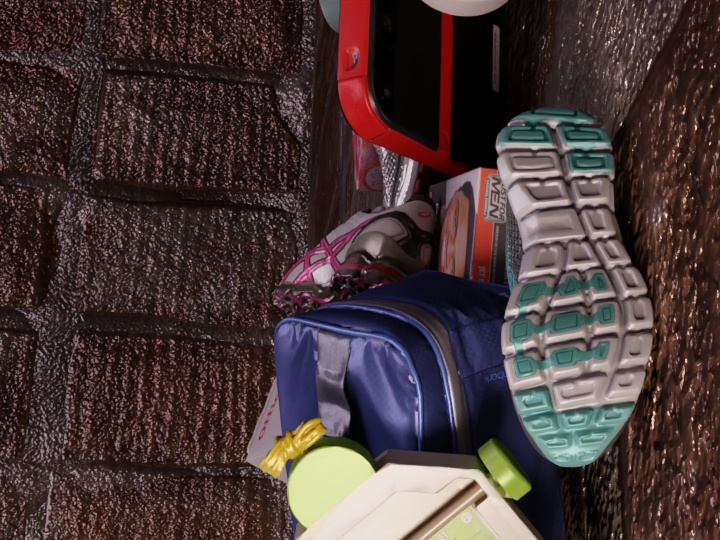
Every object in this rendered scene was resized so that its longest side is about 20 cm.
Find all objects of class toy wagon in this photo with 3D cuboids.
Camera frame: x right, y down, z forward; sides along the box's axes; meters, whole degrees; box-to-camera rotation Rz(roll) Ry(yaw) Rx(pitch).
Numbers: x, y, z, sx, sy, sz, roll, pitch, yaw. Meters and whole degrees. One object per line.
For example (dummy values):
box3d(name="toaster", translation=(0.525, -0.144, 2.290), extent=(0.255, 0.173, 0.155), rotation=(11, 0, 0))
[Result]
box3d(name="toy wagon", translation=(0.027, 0.153, 0.671), extent=(0.201, 0.155, 0.040), rotation=(50, -174, -8))

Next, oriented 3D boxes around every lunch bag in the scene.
box3d(name="lunch bag", translation=(0.026, 0.111, 0.764), extent=(0.135, 0.131, 0.203), rotation=(8, 108, 50))

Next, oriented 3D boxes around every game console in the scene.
box3d(name="game console", translation=(0.049, -0.176, 0.958), extent=(0.031, 0.176, 0.203), rotation=(-8, 73, 37))

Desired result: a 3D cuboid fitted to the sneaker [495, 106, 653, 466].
box3d(name="sneaker", translation=(0.111, 0.015, 0.690), extent=(0.092, 0.076, 0.202), rotation=(76, -165, -56))

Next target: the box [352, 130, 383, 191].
box3d(name="box", translation=(0.044, -0.162, 1.171), extent=(0.201, 0.101, 0.096), rotation=(-93, 7, -52))

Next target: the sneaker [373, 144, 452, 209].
box3d(name="sneaker", translation=(0.033, -0.121, 1.034), extent=(0.078, 0.081, 0.203), rotation=(9, -97, -64))

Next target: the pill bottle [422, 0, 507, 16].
box3d(name="pill bottle", translation=(0.082, -0.245, 0.822), extent=(0.200, 0.112, 0.116), rotation=(118, 155, -74))

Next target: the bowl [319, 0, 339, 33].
box3d(name="bowl", translation=(0.044, -0.290, 1.080), extent=(0.201, 0.104, 0.204), rotation=(11, -90, -75))

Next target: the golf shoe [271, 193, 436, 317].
box3d(name="golf shoe", translation=(0.000, 0.000, 0.990), extent=(0.093, 0.072, 0.199), rotation=(-61, 19, -22))

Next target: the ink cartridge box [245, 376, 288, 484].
box3d(name="ink cartridge box", translation=(-0.003, 0.098, 1.095), extent=(0.200, 0.083, 0.147), rotation=(-30, 34, 59))

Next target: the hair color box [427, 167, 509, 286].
box3d(name="hair color box", translation=(0.085, -0.012, 0.898), extent=(0.200, 0.060, 0.103), rotation=(175, 100, -83))
